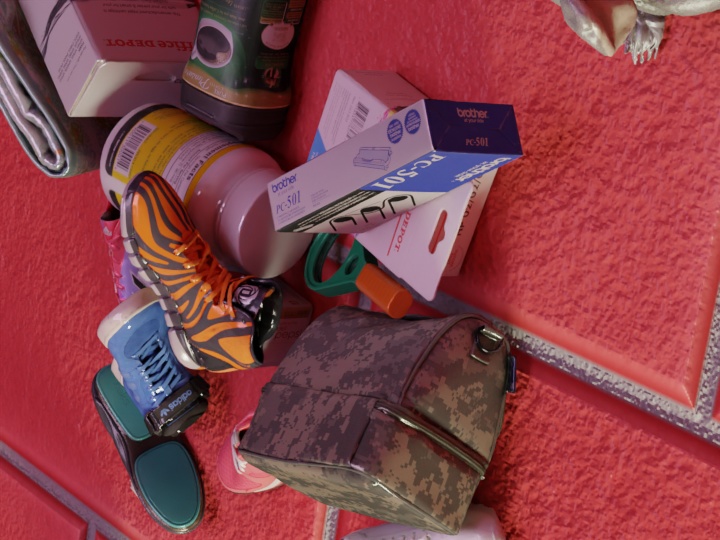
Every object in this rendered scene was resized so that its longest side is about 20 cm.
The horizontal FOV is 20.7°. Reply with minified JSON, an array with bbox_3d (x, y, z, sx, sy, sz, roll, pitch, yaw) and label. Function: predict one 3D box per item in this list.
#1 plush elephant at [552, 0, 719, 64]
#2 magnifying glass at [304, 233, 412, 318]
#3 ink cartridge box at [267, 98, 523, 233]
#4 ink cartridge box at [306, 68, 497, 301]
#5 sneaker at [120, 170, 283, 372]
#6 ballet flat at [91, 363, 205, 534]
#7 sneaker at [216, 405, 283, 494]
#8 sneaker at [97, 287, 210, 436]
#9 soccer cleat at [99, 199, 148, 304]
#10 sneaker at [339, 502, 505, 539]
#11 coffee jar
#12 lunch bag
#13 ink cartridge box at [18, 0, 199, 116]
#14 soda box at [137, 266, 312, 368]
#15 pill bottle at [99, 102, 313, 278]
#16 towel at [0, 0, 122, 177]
[{"bbox_3d":[0.186,-0.233,1.363,0.165,0.154,0.201,54,131,35],"label":"plush elephant"},{"bbox_3d":[0.000,0.000,1.668,0.080,0.022,0.200,-59,23,4],"label":"magnifying glass"},{"bbox_3d":[0.023,-0.078,1.522,0.200,0.094,0.045,-25,71,47],"label":"ink cartridge box"},{"bbox_3d":[0.042,-0.072,1.627,0.200,0.068,0.116,43,123,42],"label":"ink cartridge box"},{"bbox_3d":[-0.129,0.000,1.715,0.112,0.078,0.201,1,127,37],"label":"sneaker"},{"bbox_3d":[-0.211,0.184,1.977,0.073,0.073,0.201,-52,60,40],"label":"ballet flat"},{"bbox_3d":[-0.091,0.151,1.796,0.200,0.086,0.074,-36,63,47],"label":"sneaker"},{"bbox_3d":[-0.190,0.096,1.878,0.111,0.077,0.200,49,161,14],"label":"sneaker"},{"bbox_3d":[-0.230,-0.021,1.971,0.067,0.076,0.201,16,104,50],"label":"soccer cleat"},{"bbox_3d":[0.042,0.241,1.639,0.200,0.080,0.077,-22,73,49],"label":"sneaker"},{"bbox_3d":[-0.101,-0.222,1.786,0.104,0.085,0.201,30,115,39],"label":"coffee jar"},{"bbox_3d":[0.021,0.110,1.610,0.199,0.139,0.169,3,67,52],"label":"lunch bag"},{"bbox_3d":[-0.240,-0.247,1.915,0.084,0.144,0.201,-54,51,39],"label":"ink cartridge box"},{"bbox_3d":[-0.130,0.019,1.852,0.200,0.068,0.064,38,121,44],"label":"soda box"},{"bbox_3d":[-0.140,-0.072,1.817,0.200,0.114,0.115,29,115,39],"label":"pill bottle"},{"bbox_3d":[-0.308,-0.189,1.955,0.048,0.171,0.201,-29,90,21],"label":"towel"}]
